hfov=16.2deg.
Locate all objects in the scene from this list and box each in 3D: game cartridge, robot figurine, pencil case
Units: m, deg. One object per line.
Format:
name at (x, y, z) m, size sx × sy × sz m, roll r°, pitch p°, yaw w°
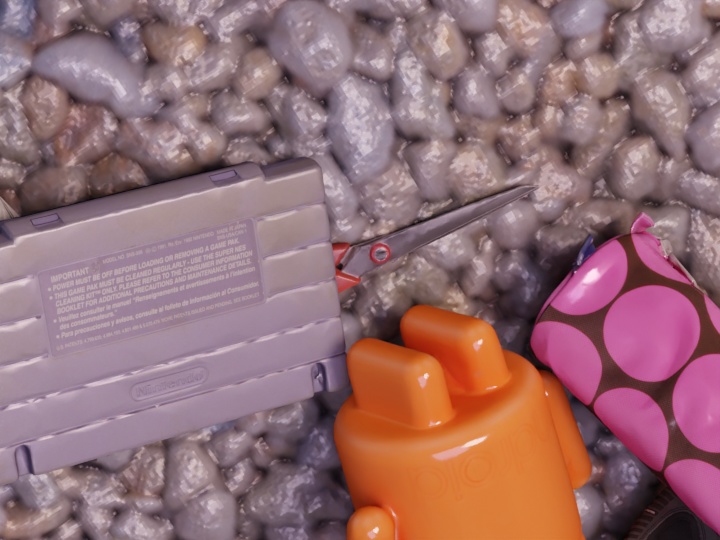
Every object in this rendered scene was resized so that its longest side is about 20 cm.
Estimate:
game cartridge at (-0.107, 0.022, 1.289) m, size 0.199 × 0.038 × 0.131 m, roll -14°, pitch 106°, yaw -20°
robot figurine at (0.053, 0.120, 1.327) m, size 0.116 × 0.144 × 0.201 m, roll -10°, pitch 114°, yaw 17°
pencil case at (0.179, 0.068, 1.295) m, size 0.094 × 0.091 × 0.200 m, roll -44°, pitch 74°, yaw -2°

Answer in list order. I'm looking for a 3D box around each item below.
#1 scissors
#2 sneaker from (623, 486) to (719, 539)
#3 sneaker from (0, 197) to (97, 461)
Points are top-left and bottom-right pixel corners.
scissors at (0.000, 0.000, 1.343) m, size 0.198 × 0.014 × 0.074 m, roll -9°, pitch 107°, yaw -3°
sneaker at (0.142, 0.197, 1.339) m, size 0.066 × 0.090 × 0.201 m, roll 29°, pitch 91°, yaw 17°
sneaker at (-0.184, 0.017, 1.312) m, size 0.072 × 0.072 × 0.200 m, roll -46°, pitch 121°, yaw -19°
